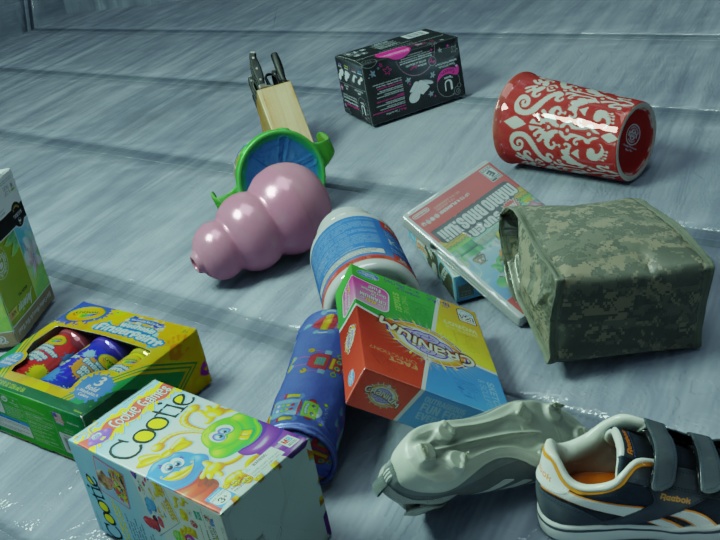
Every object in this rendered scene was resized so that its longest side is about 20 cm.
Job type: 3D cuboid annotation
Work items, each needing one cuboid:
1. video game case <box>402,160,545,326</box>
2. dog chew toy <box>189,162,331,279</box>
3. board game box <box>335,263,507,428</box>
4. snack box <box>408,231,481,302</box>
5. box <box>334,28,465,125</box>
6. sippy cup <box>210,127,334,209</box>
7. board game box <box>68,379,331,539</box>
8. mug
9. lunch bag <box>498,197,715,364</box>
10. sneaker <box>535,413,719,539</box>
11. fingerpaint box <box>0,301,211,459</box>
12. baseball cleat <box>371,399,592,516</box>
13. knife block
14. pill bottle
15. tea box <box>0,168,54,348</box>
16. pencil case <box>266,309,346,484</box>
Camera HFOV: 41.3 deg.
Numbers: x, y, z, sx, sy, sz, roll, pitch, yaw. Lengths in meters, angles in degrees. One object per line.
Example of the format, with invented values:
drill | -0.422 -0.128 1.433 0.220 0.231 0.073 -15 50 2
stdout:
video game case | 0.164 -0.038 1.107 0.142 0.018 0.200 -33 57 -22
dog chew toy | -0.137 -0.058 1.271 0.199 0.126 0.124 -32 32 -19
board game box | 0.055 0.080 0.917 0.151 0.041 0.201 21 23 -15
snack box | 0.139 -0.033 1.188 0.114 0.038 0.200 -14 27 -7
box | 0.072 -0.358 1.762 0.198 0.116 0.132 -20 26 -18
sippy cup | -0.133 -0.147 1.437 0.175 0.142 0.130 6 9 -21
board game box | -0.137 0.183 0.811 0.198 0.106 0.103 13 35 38
mug | 0.317 -0.210 1.360 0.177 0.135 0.199 -33 37 -33
lunch bag | 0.243 -0.006 0.991 0.161 0.119 0.201 -5 32 -5
sneaker | 0.234 0.158 0.737 0.197 0.080 0.079 -8 26 5
fingerpaint box | -0.292 0.116 1.040 0.198 0.074 0.167 10 34 36
baseball cleat | 0.099 0.157 0.803 0.197 0.107 0.071 4 56 -30
knife block | -0.139 -0.278 1.625 0.063 0.178 0.200 -18 27 -11
pill bottle | 0.000 0.000 1.100 0.111 0.114 0.201 -14 28 -4
tea box | -0.537 -0.006 1.240 0.197 0.199 0.134 -8 26 9
pencil case | -0.043 0.122 0.922 0.077 0.088 0.201 16 32 2
